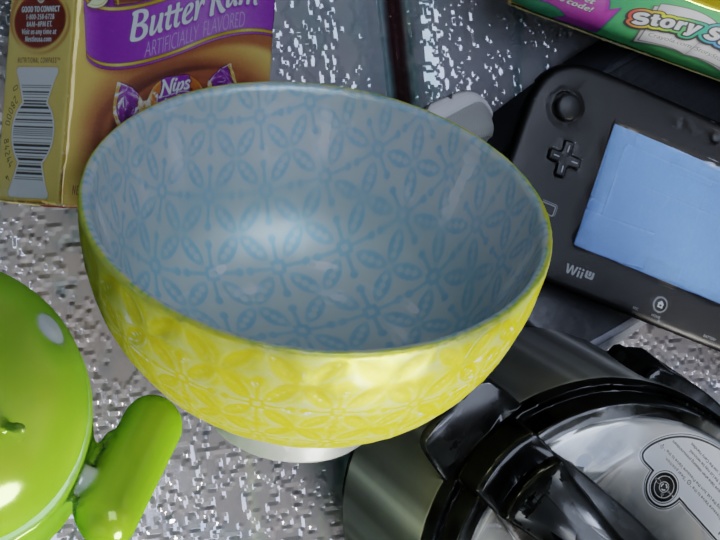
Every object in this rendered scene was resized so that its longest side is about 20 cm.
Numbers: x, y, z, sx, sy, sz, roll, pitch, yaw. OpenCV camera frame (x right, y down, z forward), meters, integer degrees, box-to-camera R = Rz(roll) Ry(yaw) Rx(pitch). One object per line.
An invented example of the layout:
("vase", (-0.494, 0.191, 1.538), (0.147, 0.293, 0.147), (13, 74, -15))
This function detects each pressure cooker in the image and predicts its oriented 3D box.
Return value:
("pressure cooker", (0.096, 0.126, 1.060), (0.175, 0.200, 0.180), (2, 99, -17))

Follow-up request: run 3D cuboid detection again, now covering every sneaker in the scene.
("sneaker", (0.000, 0.000, 1.114), (0.082, 0.075, 0.200), (43, 82, 0))

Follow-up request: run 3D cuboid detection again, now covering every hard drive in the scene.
("hard drive", (0.130, -0.040, 1.192), (0.200, 0.042, 0.135), (-35, 99, -22))

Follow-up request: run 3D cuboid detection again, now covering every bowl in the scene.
("bowl", (-0.024, 0.016, 1.006), (0.199, 0.200, 0.108), (-9, 129, -23))

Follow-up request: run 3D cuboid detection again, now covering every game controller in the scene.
("game controller", (0.157, -0.024, 1.156), (0.199, 0.042, 0.105), (21, 77, -19))

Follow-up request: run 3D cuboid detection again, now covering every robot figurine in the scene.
("robot figurine", (-0.167, 0.064, 0.966), (0.175, 0.200, 0.116), (26, 76, 1))

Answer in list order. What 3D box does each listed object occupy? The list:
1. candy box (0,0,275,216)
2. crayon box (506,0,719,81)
("candy box", (-0.097, -0.126, 1.064), (0.116, 0.056, 0.202), (3, 91, -44))
("crayon box", (0.175, -0.187, 1.193), (0.199, 0.058, 0.174), (17, 61, -21))
